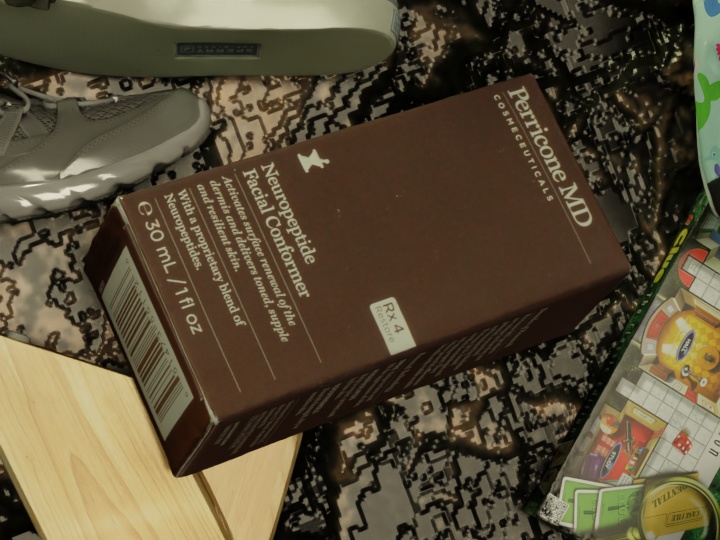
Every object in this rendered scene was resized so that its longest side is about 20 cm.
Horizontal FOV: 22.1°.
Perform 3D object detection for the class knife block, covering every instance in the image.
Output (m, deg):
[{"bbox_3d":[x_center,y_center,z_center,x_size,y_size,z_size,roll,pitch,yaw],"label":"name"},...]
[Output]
[{"bbox_3d":[-0.097,0.134,0.774,0.199,0.064,0.177,19,84,-10],"label":"knife block"}]

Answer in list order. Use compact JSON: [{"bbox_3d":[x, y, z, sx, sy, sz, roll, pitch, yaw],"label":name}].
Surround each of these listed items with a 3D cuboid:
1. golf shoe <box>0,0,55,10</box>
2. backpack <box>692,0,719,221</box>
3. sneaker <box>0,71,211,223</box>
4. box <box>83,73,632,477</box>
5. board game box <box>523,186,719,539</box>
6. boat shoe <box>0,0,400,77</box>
[{"bbox_3d":[-0.127,-0.196,0.744,0.087,0.077,0.201,20,52,7],"label":"golf shoe"},{"bbox_3d":[0.229,-0.117,0.791,0.176,0.150,0.202,3,70,-30],"label":"backpack"},{"bbox_3d":[-0.161,-0.058,0.760,0.198,0.075,0.083,-10,93,-10],"label":"sneaker"},{"bbox_3d":[0.000,0.000,0.756,0.199,0.075,0.101,-19,74,-27],"label":"box"},{"bbox_3d":[0.167,0.050,0.848,0.104,0.023,0.201,31,84,-11],"label":"board game box"},{"bbox_3d":[-0.082,-0.127,0.787,0.199,0.070,0.072,2,71,-10],"label":"boat shoe"}]
